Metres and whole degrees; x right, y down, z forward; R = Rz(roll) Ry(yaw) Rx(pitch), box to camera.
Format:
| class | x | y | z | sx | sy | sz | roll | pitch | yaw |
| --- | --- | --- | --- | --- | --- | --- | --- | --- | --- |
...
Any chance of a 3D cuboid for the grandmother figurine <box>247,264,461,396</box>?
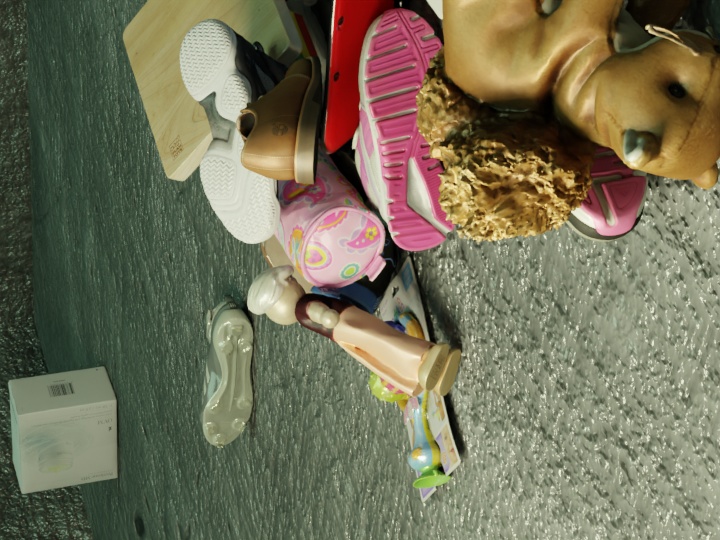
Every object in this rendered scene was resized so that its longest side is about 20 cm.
| class | x | y | z | sx | sy | sz | roll | pitch | yaw |
| --- | --- | --- | --- | --- | --- | --- | --- | --- | --- |
| grandmother figurine | -0.015 | 0.049 | 1.377 | 0.061 | 0.198 | 0.121 | -63 | -24 | -9 |

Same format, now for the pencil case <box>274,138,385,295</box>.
| class | x | y | z | sx | sy | sz | roll | pitch | yaw |
| --- | --- | --- | --- | --- | --- | --- | --- | --- | --- |
| pencil case | -0.042 | -0.058 | 1.420 | 0.200 | 0.086 | 0.088 | -126 | 34 | -55 |

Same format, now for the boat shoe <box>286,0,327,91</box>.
| class | x | y | z | sx | sy | sz | roll | pitch | yaw |
| --- | --- | --- | --- | --- | --- | --- | --- | --- | --- |
| boat shoe | -0.069 | -0.244 | 1.613 | 0.069 | 0.072 | 0.201 | 47 | -171 | -52 |

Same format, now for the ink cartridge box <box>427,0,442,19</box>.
| class | x | y | z | sx | sy | sz | roll | pitch | yaw |
| --- | --- | --- | --- | --- | --- | --- | --- | --- | --- |
| ink cartridge box | 0.064 | -0.293 | 1.193 | 0.117 | 0.067 | 0.201 | 101 | 156 | -43 |

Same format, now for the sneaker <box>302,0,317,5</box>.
| class | x | y | z | sx | sy | sz | roll | pitch | yaw |
| --- | --- | --- | --- | --- | --- | --- | --- | --- | --- |
| sneaker | -0.039 | -0.310 | 1.497 | 0.200 | 0.074 | 0.090 | 134 | 121 | -80 |

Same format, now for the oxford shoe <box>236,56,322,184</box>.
| class | x | y | z | sx | sy | sz | roll | pitch | yaw |
| --- | --- | --- | --- | --- | --- | --- | --- | --- | --- |
| oxford shoe | -0.066 | -0.133 | 1.309 | 0.200 | 0.070 | 0.072 | -84 | -4 | -66 |

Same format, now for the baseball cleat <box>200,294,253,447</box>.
| class | x | y | z | sx | sy | sz | roll | pitch | yaw |
| --- | --- | --- | --- | --- | --- | --- | --- | --- | --- |
| baseball cleat | -0.176 | 0.129 | 2.082 | 0.107 | 0.069 | 0.202 | -116 | 35 | -58 |

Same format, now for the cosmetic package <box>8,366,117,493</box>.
| class | x | y | z | sx | sy | sz | roll | pitch | yaw |
| --- | --- | --- | --- | --- | --- | --- | --- | --- | --- |
| cosmetic package | -0.595 | 0.321 | 3.157 | 0.123 | 0.197 | 0.202 | -122 | 31 | -51 |

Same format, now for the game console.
| class | x | y | z | sx | sy | sz | roll | pitch | yaw |
| --- | --- | --- | --- | --- | --- | --- | --- | --- | --- |
| game console | -0.018 | -0.234 | 1.368 | 0.172 | 0.117 | 0.202 | 46 | 140 | 44 |

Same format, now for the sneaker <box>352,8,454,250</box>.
| class | x | y | z | sx | sy | sz | roll | pitch | yaw |
| --- | --- | --- | --- | --- | --- | --- | --- | --- | --- |
| sneaker | 0.028 | -0.122 | 1.345 | 0.088 | 0.080 | 0.203 | -152 | 57 | -65 |

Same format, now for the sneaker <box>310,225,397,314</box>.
| class | x | y | z | sx | sy | sz | roll | pitch | yaw |
| --- | --- | --- | --- | --- | --- | --- | --- | --- | --- |
| sneaker | 0.000 | 0.000 | 1.510 | 0.079 | 0.070 | 0.200 | -62 | 6 | -6 |

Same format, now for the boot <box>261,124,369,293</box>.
| class | x | y | z | sx | sy | sz | roll | pitch | yaw |
| --- | --- | --- | --- | --- | --- | --- | --- | --- | --- |
| boot | -0.041 | -0.055 | 1.580 | 0.145 | 0.070 | 0.201 | -19 | 115 | 46 |

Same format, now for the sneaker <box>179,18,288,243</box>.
| class | x | y | z | sx | sy | sz | roll | pitch | yaw |
| --- | --- | --- | --- | --- | --- | --- | --- | --- | --- |
| sneaker | -0.089 | -0.122 | 1.396 | 0.075 | 0.113 | 0.203 | -21 | 78 | 30 |

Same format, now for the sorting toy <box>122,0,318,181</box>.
| class | x | y | z | sx | sy | sz | roll | pitch | yaw |
| --- | --- | --- | --- | --- | --- | --- | --- | --- | --- |
| sorting toy | -0.133 | -0.221 | 1.559 | 0.200 | 0.069 | 0.200 | -43 | 53 | 31 |

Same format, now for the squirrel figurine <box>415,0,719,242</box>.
| class | x | y | z | sx | sy | sz | roll | pitch | yaw |
| --- | --- | --- | --- | --- | --- | --- | --- | --- | --- |
| squirrel figurine | 0.129 | -0.101 | 0.945 | 0.187 | 0.141 | 0.201 | 47 | 110 | 30 |

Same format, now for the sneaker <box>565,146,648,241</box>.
| class | x | y | z | sx | sy | sz | roll | pitch | yaw |
| --- | --- | --- | --- | --- | --- | --- | --- | --- | --- |
| sneaker | 0.136 | -0.067 | 1.069 | 0.201 | 0.073 | 0.088 | -120 | 25 | -51 |

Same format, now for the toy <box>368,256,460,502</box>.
| class | x | y | z | sx | sy | sz | roll | pitch | yaw |
| --- | --- | --- | --- | --- | --- | --- | --- | --- | --- |
| toy | 0.037 | 0.104 | 1.455 | 0.115 | 0.047 | 0.202 | 120 | 138 | -60 |
